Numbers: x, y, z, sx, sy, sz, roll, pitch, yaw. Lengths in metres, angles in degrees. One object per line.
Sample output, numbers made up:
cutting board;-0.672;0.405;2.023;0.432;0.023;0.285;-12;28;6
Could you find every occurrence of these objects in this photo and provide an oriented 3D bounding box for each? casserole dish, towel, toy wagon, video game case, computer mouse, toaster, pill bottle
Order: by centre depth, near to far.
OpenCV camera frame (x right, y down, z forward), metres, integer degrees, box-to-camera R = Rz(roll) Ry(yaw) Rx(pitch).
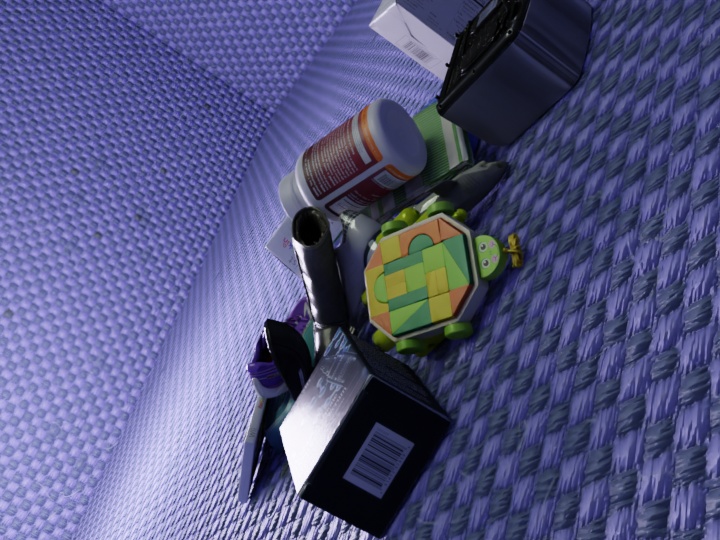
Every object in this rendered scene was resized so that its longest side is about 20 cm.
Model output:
toy wagon;0.090;0.001;1.066;0.198;0.039;0.158;-21;67;36
toaster;0.204;-0.291;1.237;0.200;0.118;0.182;-43;23;47
pill bottle;-0.015;-0.138;1.290;0.199;0.113;0.114;-29;29;32
towel;0.068;-0.147;1.315;0.199;0.023;0.154;-34;43;30
computer mouse;-0.088;0.122;1.328;0.045;0.202;0.141;-18;38;2
casserole dish;-0.106;0.193;1.491;0.121;0.038;0.201;-49;19;36
video game case;-0.161;0.245;1.502;0.201;0.018;0.145;-79;1;-52

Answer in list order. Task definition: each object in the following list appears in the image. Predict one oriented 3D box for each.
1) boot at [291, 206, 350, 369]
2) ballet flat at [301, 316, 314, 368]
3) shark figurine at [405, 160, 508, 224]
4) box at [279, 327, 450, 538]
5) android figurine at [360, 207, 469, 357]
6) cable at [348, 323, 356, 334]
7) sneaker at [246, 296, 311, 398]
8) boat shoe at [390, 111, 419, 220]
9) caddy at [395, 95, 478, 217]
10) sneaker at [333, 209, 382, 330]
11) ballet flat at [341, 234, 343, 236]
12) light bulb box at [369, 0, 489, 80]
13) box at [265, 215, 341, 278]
boot;-0.044;0.041;1.264;0.183;0.071;0.202;-115;19;-48
ballet flat;-0.030;0.066;1.460;0.202;0.072;0.072;-61;15;-7
shark figurine;0.100;-0.056;1.230;0.214;0.090;0.128;-37;-8;39
box;-0.002;0.173;1.055;0.150;0.106;0.200;-59;14;3
android figurine;0.074;0.008;1.148;0.200;0.041;0.184;-45;47;38
cable;-0.002;0.014;1.412;0.097;0.050;0.203;-11;-58;-64
sneaker;-0.112;0.105;1.465;0.080;0.084;0.201;-6;36;31
boat shoe;0.071;-0.168;1.528;0.068;0.073;0.202;-5;64;54
caddy;0.086;-0.162;1.401;0.202;0.104;0.141;-61;14;-5
sneaker;0.000;0.000;1.313;0.076;0.080;0.202;-42;-25;-37
ballet flat;0.002;-0.057;1.563;0.068;0.062;0.200;-59;15;0
light bulb box;0.153;-0.440;1.534;0.202;0.197;0.125;-62;17;-13
box;-0.057;-0.106;1.677;0.177;0.096;0.200;-51;-1;28
